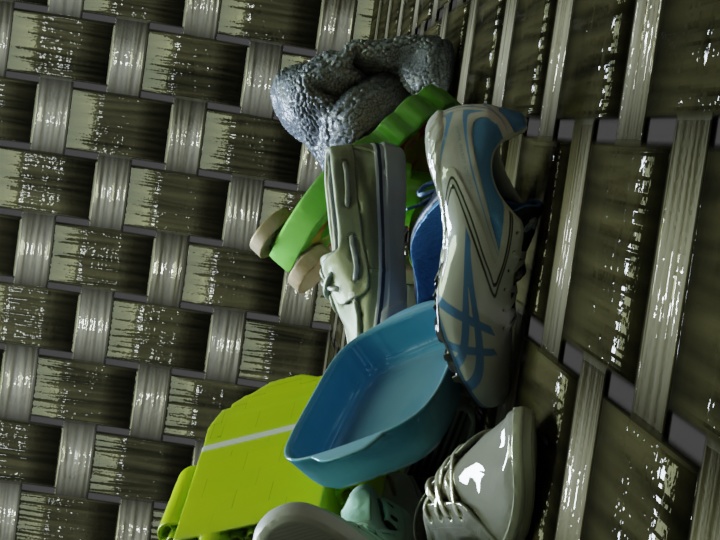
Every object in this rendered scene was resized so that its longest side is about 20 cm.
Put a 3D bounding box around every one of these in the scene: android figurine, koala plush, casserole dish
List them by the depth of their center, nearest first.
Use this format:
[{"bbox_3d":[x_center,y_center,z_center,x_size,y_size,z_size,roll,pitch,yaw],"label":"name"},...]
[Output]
[{"bbox_3d":[0.022,0.085,1.166,0.039,0.120,0.200,60,-154,-16],"label":"casserole dish"},{"bbox_3d":[-0.062,0.148,1.233,0.041,0.181,0.201,59,-153,-30],"label":"android figurine"},{"bbox_3d":[0.006,-0.111,1.718,0.178,0.182,0.202,109,156,-71],"label":"koala plush"}]

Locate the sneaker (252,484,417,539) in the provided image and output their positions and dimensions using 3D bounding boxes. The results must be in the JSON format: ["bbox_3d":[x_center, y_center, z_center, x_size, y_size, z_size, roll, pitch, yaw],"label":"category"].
[{"bbox_3d":[-0.014,0.176,1.087,0.200,0.073,0.119,46,-165,-42],"label":"sneaker"}]

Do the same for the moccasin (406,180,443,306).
[{"bbox_3d":[0.066,-0.026,1.223,0.200,0.080,0.069,107,174,-60],"label":"moccasin"}]

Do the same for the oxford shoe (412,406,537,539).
[{"bbox_3d":[0.069,0.137,1.040,0.200,0.057,0.076,110,169,-65],"label":"oxford shoe"}]

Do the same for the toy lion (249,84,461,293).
[{"bbox_3d":[0.012,-0.080,1.521,0.192,0.069,0.200,-54,-16,21],"label":"toy lion"}]

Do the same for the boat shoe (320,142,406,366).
[{"bbox_3d":[0.000,0.000,1.310,0.072,0.061,0.202,118,154,-71],"label":"boat shoe"}]

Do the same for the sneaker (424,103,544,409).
[{"bbox_3d":[0.083,-0.006,1.098,0.072,0.072,0.202,-49,-44,-69],"label":"sneaker"}]

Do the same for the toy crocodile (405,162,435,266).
[{"bbox_3d":[0.059,-0.049,1.424,0.200,0.067,0.062,-101,20,-76],"label":"toy crocodile"}]

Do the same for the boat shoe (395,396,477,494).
[{"bbox_3d":[0.042,0.157,1.281,0.062,0.071,0.201,-97,16,-56],"label":"boat shoe"}]

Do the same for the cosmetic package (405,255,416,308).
[{"bbox_3d":[0.042,0.048,1.456,0.200,0.072,0.105,-124,43,-82],"label":"cosmetic package"}]

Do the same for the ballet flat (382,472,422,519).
[{"bbox_3d":[0.005,0.171,1.239,0.199,0.067,0.071,23,108,49],"label":"ballet flat"}]
